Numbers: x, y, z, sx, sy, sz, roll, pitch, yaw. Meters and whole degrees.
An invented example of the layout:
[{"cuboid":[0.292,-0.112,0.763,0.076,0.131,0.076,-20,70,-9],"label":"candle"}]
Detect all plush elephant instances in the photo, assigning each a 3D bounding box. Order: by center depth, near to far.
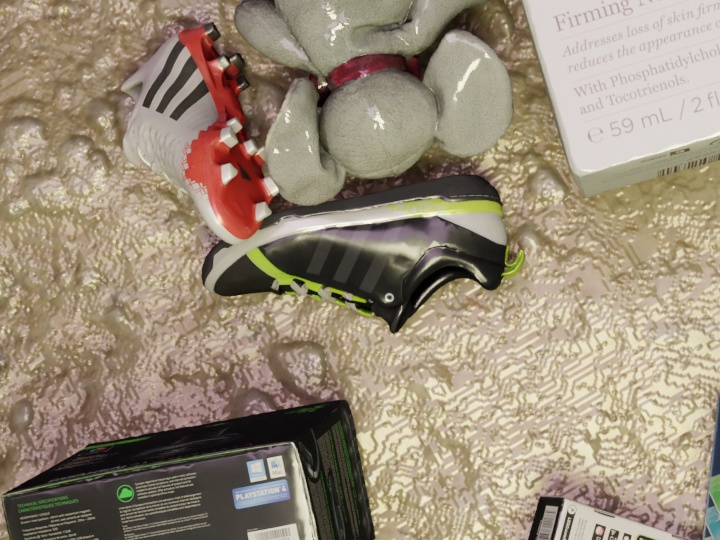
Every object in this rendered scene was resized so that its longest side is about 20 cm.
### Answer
[{"cuboid":[0.007,-0.124,1.518,0.164,0.200,0.155,-8,95,3],"label":"plush elephant"}]

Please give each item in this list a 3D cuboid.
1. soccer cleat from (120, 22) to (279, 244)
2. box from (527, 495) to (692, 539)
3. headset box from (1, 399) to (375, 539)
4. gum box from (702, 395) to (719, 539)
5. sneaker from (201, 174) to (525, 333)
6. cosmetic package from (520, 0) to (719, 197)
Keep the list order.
[{"cuboid":[-0.105,-0.075,1.539,0.085,0.069,0.200,-31,40,14],"label":"soccer cleat"},{"cuboid":[0.131,0.242,1.441,0.110,0.035,0.200,20,80,-21],"label":"box"},{"cuboid":[-0.093,0.144,1.457,0.174,0.200,0.093,-11,92,10],"label":"headset box"},{"cuboid":[0.295,0.155,1.412,0.200,0.045,0.170,3,51,13],"label":"gum box"},{"cuboid":[0.000,0.000,1.530,0.200,0.072,0.083,-14,78,9],"label":"sneaker"},{"cuboid":[0.179,-0.164,1.463,0.167,0.166,0.200,-17,85,6],"label":"cosmetic package"}]
